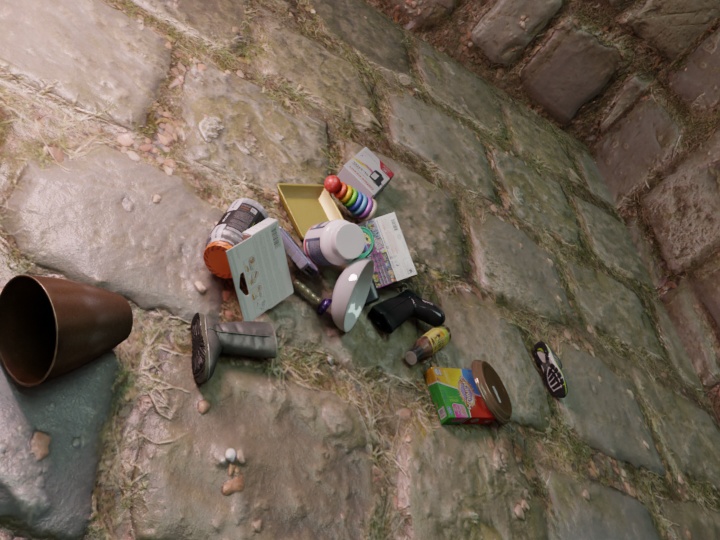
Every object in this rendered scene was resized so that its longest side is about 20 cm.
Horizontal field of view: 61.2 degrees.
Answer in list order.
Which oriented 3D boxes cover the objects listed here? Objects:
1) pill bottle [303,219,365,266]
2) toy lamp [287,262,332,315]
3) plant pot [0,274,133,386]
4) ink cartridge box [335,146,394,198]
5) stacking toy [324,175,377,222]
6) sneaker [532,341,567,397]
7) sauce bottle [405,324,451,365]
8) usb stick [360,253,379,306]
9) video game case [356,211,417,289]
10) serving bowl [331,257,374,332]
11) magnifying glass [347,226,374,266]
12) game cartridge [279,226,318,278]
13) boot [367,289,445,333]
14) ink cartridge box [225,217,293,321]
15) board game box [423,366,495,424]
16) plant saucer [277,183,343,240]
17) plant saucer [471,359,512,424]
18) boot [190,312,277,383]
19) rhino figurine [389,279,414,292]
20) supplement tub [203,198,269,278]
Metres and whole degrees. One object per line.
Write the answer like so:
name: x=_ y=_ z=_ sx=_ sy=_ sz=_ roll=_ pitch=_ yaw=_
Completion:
pill bottle: x=-0.068 y=-0.074 z=1.641 sx=0.116 sy=0.199 sz=0.124 roll=0 pitch=90 yaw=-26
toy lamp: x=-0.165 y=0.038 z=1.605 sx=0.198 sy=0.058 sz=0.059 roll=39 pitch=37 yaw=-6
plant pot: x=-0.533 y=0.099 z=1.133 sx=0.189 sy=0.187 sz=0.198 roll=54 pitch=24 yaw=16
ink cartridge box: x=0.012 y=-0.315 z=2.079 sx=0.145 sy=0.083 sz=0.201 roll=42 pitch=37 yaw=-2
stacking toy: x=-0.037 y=-0.235 z=1.921 sx=0.198 sy=0.084 sz=0.087 roll=35 pitch=35 yaw=-35
sneaker: x=0.662 y=0.337 z=2.072 sx=0.079 sy=0.074 sz=0.205 roll=16 pitch=47 yaw=-35
sauce bottle: x=0.195 y=0.218 z=1.762 sx=0.065 sy=0.065 sz=0.198 roll=50 pitch=39 yaw=10
usb stick: x=0.000 y=0.000 z=1.738 sx=0.033 sy=0.054 sz=0.206 roll=42 pitch=28 yaw=-79
video game case: x=0.053 y=-0.050 z=1.795 sx=0.176 sy=0.036 sz=0.206 roll=-19 pitch=81 yaw=-14
serving bowl: x=-0.030 y=0.057 z=1.618 sx=0.064 sy=0.205 sz=0.201 roll=19 pitch=35 yaw=13
magnifying glass: x=-0.020 y=-0.025 z=1.717 sx=0.077 sy=0.206 sz=0.022 roll=20 pitch=-4 yaw=10
game cartridge: x=-0.170 y=-0.048 z=1.607 sx=0.131 sy=0.038 sz=0.200 roll=54 pitch=0 yaw=8
boot: x=0.135 y=0.133 z=1.761 sx=0.162 sy=0.067 sz=0.198 roll=30 pitch=27 yaw=27
ink cartridge box: x=-0.249 y=0.002 z=1.471 sx=0.043 sy=0.206 sz=0.172 roll=14 pitch=35 yaw=38
board game box: x=0.284 y=0.356 z=1.729 sx=0.195 sy=0.040 sz=0.156 roll=10 pitch=49 yaw=-37
plant saucer: x=-0.146 y=-0.166 z=1.823 sx=0.196 sy=0.049 sz=0.204 roll=-5 pitch=59 yaw=-44
plant saucer: x=0.391 y=0.352 z=1.790 sx=0.200 sy=0.029 sz=0.203 roll=47 pitch=25 yaw=-29
boot: x=-0.278 y=0.180 z=1.369 sx=0.196 sy=0.072 sz=0.186 roll=21 pitch=44 yaw=-37
rhino figurine: x=0.084 y=0.006 z=1.858 sx=0.196 sy=0.060 sz=0.090 roll=27 pitch=55 yaw=-19
supplement tub: x=-0.312 y=-0.080 z=1.528 sx=0.121 sy=0.123 sz=0.202 roll=34 pitch=37 yaw=-10
